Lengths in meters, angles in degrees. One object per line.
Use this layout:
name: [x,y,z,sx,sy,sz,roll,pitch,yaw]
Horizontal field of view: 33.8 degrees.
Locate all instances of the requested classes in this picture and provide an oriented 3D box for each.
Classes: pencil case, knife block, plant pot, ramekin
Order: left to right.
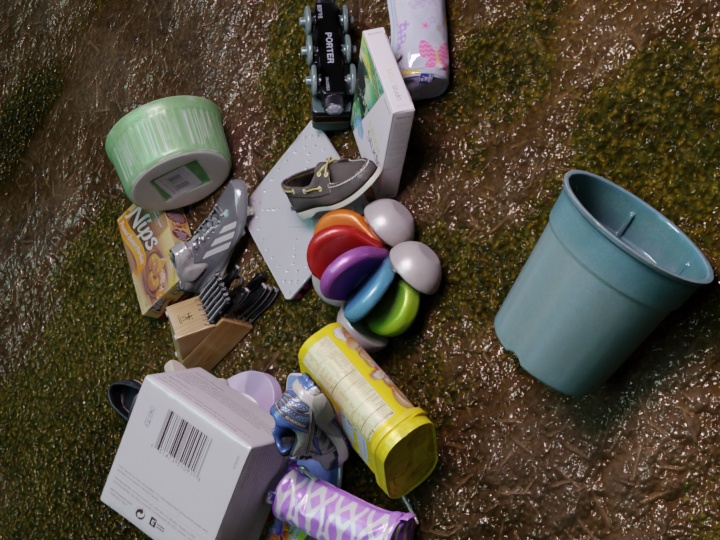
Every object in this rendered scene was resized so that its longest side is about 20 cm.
ramekin: [-0.303,-0.183,1.912,0.199,0.199,0.099,-36,65,29]
knife block: [-0.211,0.081,1.856,0.201,0.173,0.065,90,158,-53]
pencil case: [-0.023,0.324,1.571,0.198,0.084,0.087,20,100,26]
pencil case: [0.078,-0.343,1.679,0.083,0.089,0.203,107,162,-71]
plant pot: [0.263,0.024,1.357,0.197,0.198,0.201,-57,49,25]

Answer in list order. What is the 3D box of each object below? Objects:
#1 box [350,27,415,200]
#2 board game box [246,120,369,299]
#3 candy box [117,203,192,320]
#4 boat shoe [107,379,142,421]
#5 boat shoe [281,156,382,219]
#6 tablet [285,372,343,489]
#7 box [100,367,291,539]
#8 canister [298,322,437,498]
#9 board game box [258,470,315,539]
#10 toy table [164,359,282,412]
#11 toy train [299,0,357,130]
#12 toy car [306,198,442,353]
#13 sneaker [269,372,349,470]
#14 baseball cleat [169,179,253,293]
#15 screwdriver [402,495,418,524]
box: [0.027,-0.214,1.645,0.201,0.036,0.146,102,154,-57]
board game box: [-0.083,-0.091,1.799,0.200,0.026,0.201,-48,52,22]
candy box: [-0.337,-0.034,1.992,0.115,0.055,0.202,-39,55,28]
boat shoe: [-0.345,0.233,1.925,0.199,0.062,0.076,28,96,41]
boat shoe: [-0.046,-0.125,1.676,0.200,0.061,0.072,-18,27,53]
tablet: [-0.069,0.250,1.703,0.129,0.014,0.204,-3,77,42]
box: [-0.218,0.268,1.612,0.197,0.130,0.203,29,105,26]
canister: [0.007,0.180,1.553,0.086,0.149,0.200,-33,57,-17]
board game box: [-0.144,0.395,1.701,0.201,0.044,0.135,-55,52,21]
toy table: [-0.225,0.222,1.783,0.201,0.116,0.185,-50,51,21]
toy train: [-0.048,-0.308,1.771,0.114,0.084,0.203,101,164,-64]
toy car: [0.000,0.000,1.615,0.175,0.149,0.201,-46,53,22]
sneaker: [-0.075,0.211,1.547,0.085,0.201,0.077,-34,54,-12]
baseball cleat: [-0.238,-0.051,1.855,0.070,0.105,0.203,43,121,50]
screwdriver: [0.034,0.256,1.601,0.201,0.028,0.029,57,145,36]
